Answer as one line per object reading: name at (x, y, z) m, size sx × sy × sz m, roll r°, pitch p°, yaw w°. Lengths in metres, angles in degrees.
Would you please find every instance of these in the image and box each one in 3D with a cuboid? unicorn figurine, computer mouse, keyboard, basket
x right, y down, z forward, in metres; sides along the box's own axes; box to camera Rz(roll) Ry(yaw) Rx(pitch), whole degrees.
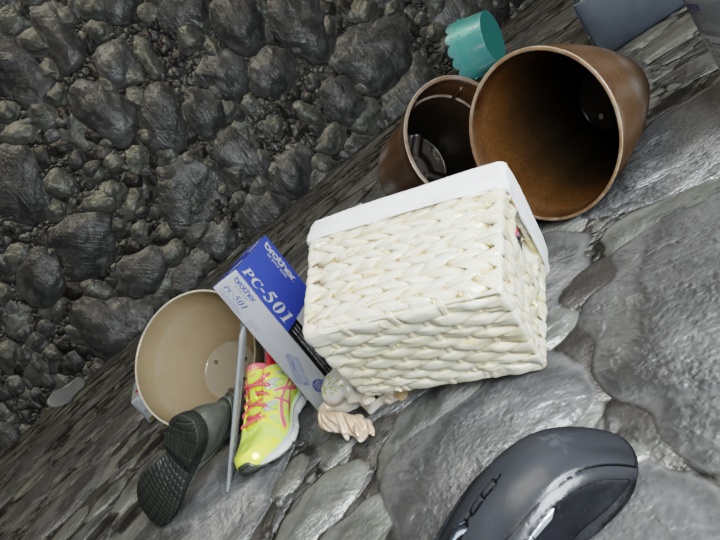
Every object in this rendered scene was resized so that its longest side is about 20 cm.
unicorn figurine at (0.008, 0.093, 0.670) m, size 0.136 × 0.075 × 0.200 m, roll -16°, pitch 24°, yaw 48°
computer mouse at (0.078, 0.162, 0.337) m, size 0.199 × 0.046 × 0.141 m, roll -38°, pitch 13°, yaw 6°
keyboard at (-0.146, 0.160, 0.713) m, size 0.010 × 0.205 × 0.056 m, roll 5°, pitch 17°, yaw -11°
basket at (0.058, 0.019, 0.528) m, size 0.196 × 0.136 × 0.126 m, roll -15°, pitch 47°, yaw 27°

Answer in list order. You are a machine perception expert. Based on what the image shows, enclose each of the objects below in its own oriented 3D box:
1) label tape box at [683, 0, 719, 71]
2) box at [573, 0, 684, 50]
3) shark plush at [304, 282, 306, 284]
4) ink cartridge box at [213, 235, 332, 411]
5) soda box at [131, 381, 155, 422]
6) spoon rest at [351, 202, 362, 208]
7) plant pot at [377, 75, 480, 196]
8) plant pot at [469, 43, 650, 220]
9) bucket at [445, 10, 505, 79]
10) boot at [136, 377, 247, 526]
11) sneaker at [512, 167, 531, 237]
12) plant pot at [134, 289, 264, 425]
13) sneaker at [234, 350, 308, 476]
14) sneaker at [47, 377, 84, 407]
label tape box at (0.343, -0.223, 0.518) m, size 0.066 × 0.201 × 0.144 m, roll -34°, pitch 14°, yaw 21°
box at (0.534, -0.545, 1.175) m, size 0.198 × 0.125 × 0.198 m, roll -29°, pitch 19°, yaw 34°
shark plush at (0.000, 0.000, 0.952) m, size 0.198 × 0.084 × 0.091 m, roll -37°, pitch 14°, yaw 11°
ink cartridge box at (-0.079, 0.065, 0.716) m, size 0.044 × 0.201 × 0.094 m, roll -31°, pitch 15°, yaw 26°
soda box at (-0.468, 0.274, 1.358) m, size 0.068 × 0.064 × 0.199 m, roll -42°, pitch 14°, yaw -13°
spoon rest at (-0.029, -0.044, 1.249) m, size 0.099 × 0.060 × 0.203 m, roll -20°, pitch 37°, yaw 56°
plant pot at (0.128, -0.195, 1.038) m, size 0.200 × 0.201 × 0.198 m, roll -43°, pitch 7°, yaw -19°
plant pot at (0.260, -0.186, 0.715) m, size 0.198 × 0.190 × 0.185 m, roll -31°, pitch 7°, yaw -37°
bucket at (0.397, -0.772, 2.061) m, size 0.133 × 0.210 × 0.208 m, roll -13°, pitch 27°, yaw 39°
boot at (-0.206, 0.238, 0.788) m, size 0.130 × 0.067 × 0.202 m, roll -21°, pitch -34°, yaw -59°
sneaker at (0.207, -0.118, 0.802) m, size 0.080 × 0.075 × 0.201 m, roll -26°, pitch 19°, yaw 40°
plant pot at (-0.230, 0.146, 0.947) m, size 0.199 × 0.202 × 0.135 m, roll -38°, pitch -21°, yaw 0°
sneaker at (-0.118, 0.163, 0.745) m, size 0.077 × 0.091 × 0.201 m, roll -30°, pitch 18°, yaw 24°
sneaker at (-1.318, 0.560, 2.654) m, size 0.115 × 0.074 × 0.200 m, roll -35°, pitch 5°, yaw 23°
